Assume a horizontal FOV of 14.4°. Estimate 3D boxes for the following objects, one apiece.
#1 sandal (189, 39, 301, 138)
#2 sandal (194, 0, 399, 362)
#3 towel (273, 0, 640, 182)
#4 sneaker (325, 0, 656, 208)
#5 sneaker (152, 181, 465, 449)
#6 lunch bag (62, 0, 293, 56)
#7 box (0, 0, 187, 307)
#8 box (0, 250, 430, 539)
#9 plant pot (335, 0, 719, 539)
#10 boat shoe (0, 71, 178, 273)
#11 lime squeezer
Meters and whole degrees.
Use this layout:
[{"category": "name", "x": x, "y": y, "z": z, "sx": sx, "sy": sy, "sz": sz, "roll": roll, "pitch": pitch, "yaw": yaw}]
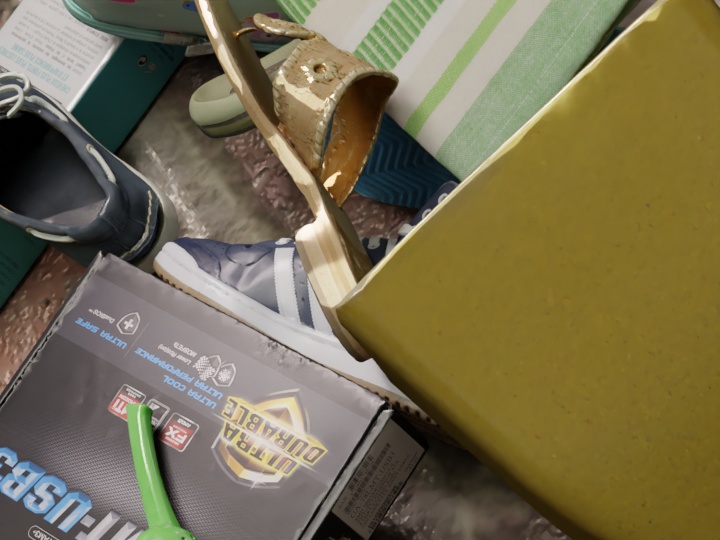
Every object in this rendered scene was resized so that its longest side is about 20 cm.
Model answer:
[{"category": "sandal", "x": -0.002, "y": -0.131, "z": 1.386, "sx": 0.201, "sy": 0.057, "sz": 0.080, "roll": -28, "pitch": 10, "yaw": 8}, {"category": "sandal", "x": -0.009, "y": -0.063, "z": 1.310, "sx": 0.069, "sy": 0.078, "sz": 0.212, "roll": -27, "pitch": 66, "yaw": 10}, {"category": "towel", "x": 0.034, "y": -0.155, "z": 1.323, "sx": 0.200, "sy": 0.023, "sz": 0.153, "roll": 44, "pitch": 109, "yaw": 19}, {"category": "sneaker", "x": 0.065, "y": -0.091, "z": 1.379, "sx": 0.199, "sy": 0.077, "sz": 0.081, "roll": -15, "pitch": 34, "yaw": 28}, {"category": "sneaker", "x": 0.000, "y": 0.000, "z": 1.358, "sx": 0.200, "sy": 0.070, "sz": 0.109, "roll": 25, "pitch": 83, "yaw": 31}, {"category": "lunch bag", "x": -0.074, "y": -0.206, "z": 1.481, "sx": 0.160, "sy": 0.077, "sz": 0.201, "roll": 6, "pitch": 63, "yaw": -11}, {"category": "box", "x": -0.176, "y": -0.075, "z": 1.521, "sx": 0.082, "sy": 0.049, "sz": 0.200, "roll": 31, "pitch": 82, "yaw": 39}, {"category": "box", "x": -0.099, "y": 0.114, "z": 1.300, "sx": 0.200, "sy": 0.050, "sz": 0.199, "roll": 27, "pitch": 77, "yaw": 37}, {"category": "plant pot", "x": 0.136, "y": 0.037, "z": 1.177, "sx": 0.195, "sy": 0.194, "sz": 0.200, "roll": -42, "pitch": 77, "yaw": -1}, {"category": "boat shoe", "x": -0.176, "y": -0.057, "z": 1.441, "sx": 0.200, "sy": 0.062, "sz": 0.075, "roll": 38, "pitch": 89, "yaw": 36}, {"category": "lime squeezer", "x": -0.104, "y": 0.149, "z": 1.230, "sx": 0.070, "sy": 0.038, "sz": 0.201, "roll": 4, "pitch": 68, "yaw": 29}]
